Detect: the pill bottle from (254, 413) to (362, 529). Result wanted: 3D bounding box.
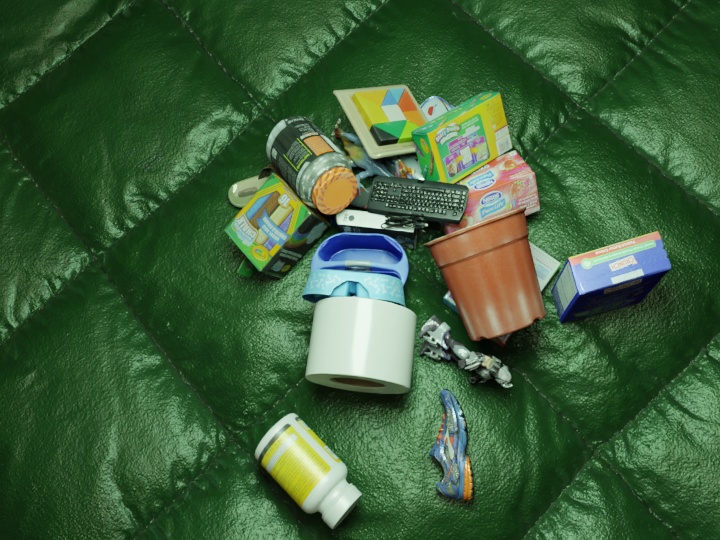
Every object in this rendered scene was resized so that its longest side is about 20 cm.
[{"bbox_3d":[-0.093,0.373,1.236,0.199,0.112,0.111,41,81,18],"label":"pill bottle"}]

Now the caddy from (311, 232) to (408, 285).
[{"bbox_3d":[0.000,0.000,1.345,0.195,0.105,0.145,2,73,7],"label":"caddy"}]

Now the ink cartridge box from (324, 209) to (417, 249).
[{"bbox_3d":[0.018,-0.087,1.375,0.195,0.100,0.040,8,73,10],"label":"ink cartridge box"}]

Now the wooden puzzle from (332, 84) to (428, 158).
[{"bbox_3d":[0.061,-0.313,1.361,0.182,0.038,0.202,-14,59,-30],"label":"wooden puzzle"}]

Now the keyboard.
[{"bbox_3d":[0.105,-0.129,1.285,0.196,0.040,0.107,8,82,21],"label":"keyboard"}]

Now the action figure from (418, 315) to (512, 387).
[{"bbox_3d":[0.203,0.168,1.263,0.198,0.131,0.070,29,72,31],"label":"action figure"}]

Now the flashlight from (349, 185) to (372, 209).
[{"bbox_3d":[-0.021,-0.171,1.423,0.196,0.068,0.069,17,75,11],"label":"flashlight"}]

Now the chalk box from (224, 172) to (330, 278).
[{"bbox_3d":[-0.183,-0.072,1.370,0.200,0.125,0.124,-46,73,7],"label":"chalk box"}]

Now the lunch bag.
[{"bbox_3d":[0.150,-0.269,1.431,0.159,0.076,0.201,38,80,20],"label":"lunch bag"}]

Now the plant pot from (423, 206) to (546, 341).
[{"bbox_3d":[0.239,0.012,1.222,0.197,0.201,0.199,-19,89,0],"label":"plant pot"}]

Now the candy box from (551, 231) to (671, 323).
[{"bbox_3d":[0.454,0.019,1.235,0.165,0.200,0.079,-15,71,1],"label":"candy box"}]

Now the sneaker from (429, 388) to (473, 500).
[{"bbox_3d":[0.164,0.322,1.243,0.077,0.075,0.204,-7,70,8],"label":"sneaker"}]

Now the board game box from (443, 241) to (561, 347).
[{"bbox_3d":[0.282,0.026,1.338,0.152,0.040,0.201,37,80,16],"label":"board game box"}]

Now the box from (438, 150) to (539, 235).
[{"bbox_3d":[0.250,-0.148,1.350,0.196,0.097,0.100,-21,38,0],"label":"box"}]

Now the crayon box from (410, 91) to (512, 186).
[{"bbox_3d":[0.205,-0.261,1.335,0.198,0.121,0.058,-31,27,-21],"label":"crayon box"}]

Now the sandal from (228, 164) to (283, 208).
[{"bbox_3d":[-0.197,-0.192,1.456,0.197,0.057,0.081,-23,71,-1],"label":"sandal"}]

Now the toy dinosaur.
[{"bbox_3d":[0.020,-0.245,1.400,0.179,0.106,0.201,26,33,-5],"label":"toy dinosaur"}]

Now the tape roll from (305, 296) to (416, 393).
[{"bbox_3d":[0.002,0.144,1.250,0.198,0.203,0.142,4,73,8],"label":"tape roll"}]

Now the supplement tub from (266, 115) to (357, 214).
[{"bbox_3d":[-0.096,-0.210,1.337,0.122,0.123,0.201,-36,55,-5],"label":"supplement tub"}]

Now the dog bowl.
[{"bbox_3d":[-0.011,0.037,1.248,0.195,0.112,0.051,4,76,7],"label":"dog bowl"}]
